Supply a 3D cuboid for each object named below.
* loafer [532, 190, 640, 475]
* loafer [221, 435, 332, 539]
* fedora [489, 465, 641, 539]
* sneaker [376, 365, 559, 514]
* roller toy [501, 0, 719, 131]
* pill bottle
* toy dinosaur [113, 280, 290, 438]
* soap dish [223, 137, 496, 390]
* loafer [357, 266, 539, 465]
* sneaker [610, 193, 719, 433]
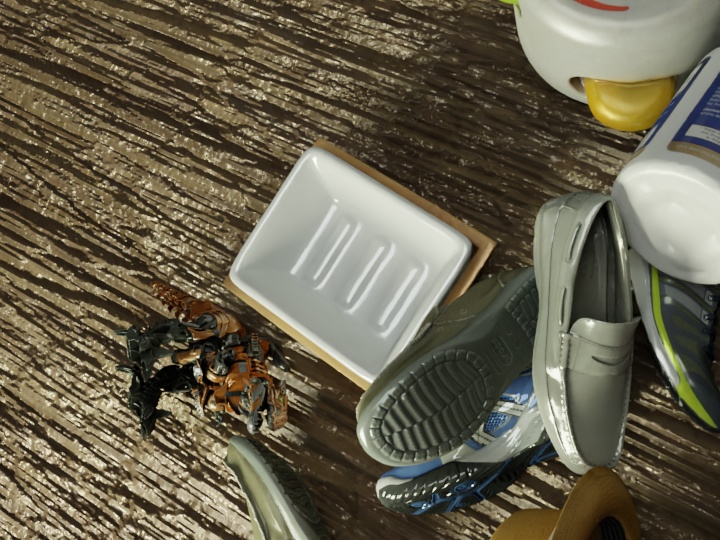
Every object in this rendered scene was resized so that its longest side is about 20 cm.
[{"bbox_3d":[0.162,0.045,0.737,0.069,0.070,0.203,-7,90,-23],"label":"loafer"},{"bbox_3d":[-0.064,0.225,0.860,0.069,0.075,0.201,-38,64,4],"label":"loafer"},{"bbox_3d":[0.130,0.232,0.722,0.081,0.200,0.203,5,77,36],"label":"fedora"},{"bbox_3d":[0.100,0.128,0.826,0.198,0.076,0.078,-28,60,3],"label":"sneaker"},{"bbox_3d":[0.213,-0.230,0.835,0.182,0.140,0.200,-41,69,-2],"label":"roller toy"},{"bbox_3d":[0.274,-0.095,0.758,0.110,0.112,0.200,26,59,27],"label":"pill bottle"},{"bbox_3d":[-0.142,0.080,0.930,0.199,0.135,0.103,25,127,54],"label":"toy dinosaur"},{"bbox_3d":[0.000,0.000,0.893,0.199,0.081,0.158,33,89,27],"label":"soap dish"},{"bbox_3d":[0.072,0.069,0.783,0.199,0.076,0.069,-36,20,-22],"label":"loafer"},{"bbox_3d":[0.249,0.022,0.788,0.080,0.074,0.202,-17,71,14],"label":"sneaker"}]
